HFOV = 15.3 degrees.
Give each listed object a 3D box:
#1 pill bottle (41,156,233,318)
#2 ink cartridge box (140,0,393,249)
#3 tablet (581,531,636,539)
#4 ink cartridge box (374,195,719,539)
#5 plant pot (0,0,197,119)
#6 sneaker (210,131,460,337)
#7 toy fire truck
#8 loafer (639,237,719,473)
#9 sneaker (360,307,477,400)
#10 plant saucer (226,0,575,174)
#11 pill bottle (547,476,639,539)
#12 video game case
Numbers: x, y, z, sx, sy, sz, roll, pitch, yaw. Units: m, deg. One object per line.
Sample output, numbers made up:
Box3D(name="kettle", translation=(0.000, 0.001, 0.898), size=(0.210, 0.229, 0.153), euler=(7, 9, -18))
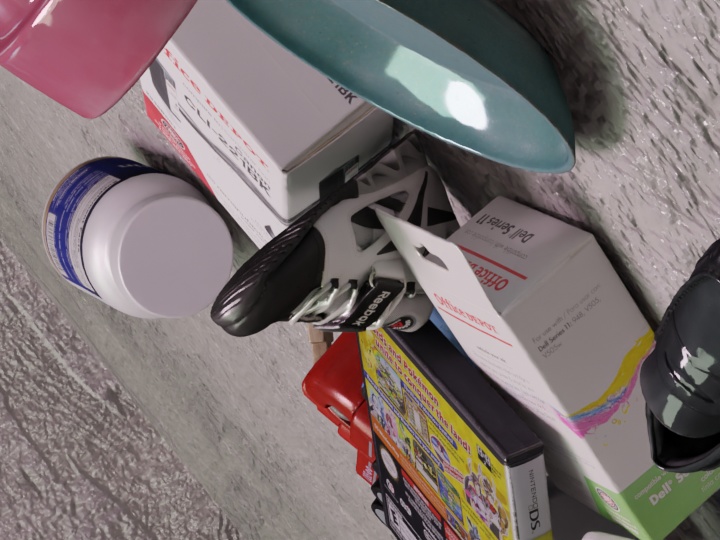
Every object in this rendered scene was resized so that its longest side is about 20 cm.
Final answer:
Box3D(name="pill bottle", translation=(-0.176, -0.024, 2.132), size=(0.116, 0.116, 0.200), euler=(55, 168, -20))
Box3D(name="ink cartridge box", translation=(-0.056, -0.098, 1.533), size=(0.144, 0.084, 0.200), euler=(49, 168, 13))
Box3D(name="tablet", translation=(0.199, 0.195, 1.445), size=(0.129, 0.014, 0.200), euler=(11, 157, 25))
Box3D(name="ink cartridge box", translation=(0.100, 0.035, 1.384), size=(0.201, 0.067, 0.117), euler=(55, 169, -23))
Box3D(name="plant pot", translation=(-0.136, -0.195, 1.147), size=(0.178, 0.201, 0.200), euler=(32, 173, -14))
Box3D(name="sneaker", translation=(0.000, 0.000, 1.418), size=(0.074, 0.200, 0.089), euler=(-34, 92, 40))
Box3D(name="toy fire truck", translation=(0.004, 0.058, 1.748), size=(0.200, 0.129, 0.176), euler=(38, 167, 10))
Box3D(name="loafer", translation=(0.159, 0.043, 1.181), size=(0.068, 0.070, 0.201), euler=(47, 167, 17))
Box3D(name="sneaker", translation=(0.025, 0.034, 1.610), size=(0.200, 0.090, 0.079), euler=(41, 165, 49))
Box3D(name="plant saucer", translation=(0.018, -0.110, 1.221), size=(0.199, 0.036, 0.200), euler=(29, 171, 5))
Box3D(name="pill bottle", translation=(0.115, 0.183, 1.627), size=(0.116, 0.116, 0.200), euler=(51, 168, 0))
Box3D(name="video game case", translation=(0.054, 0.120, 1.481), size=(0.200, 0.025, 0.182), euler=(-132, 27, -52))
